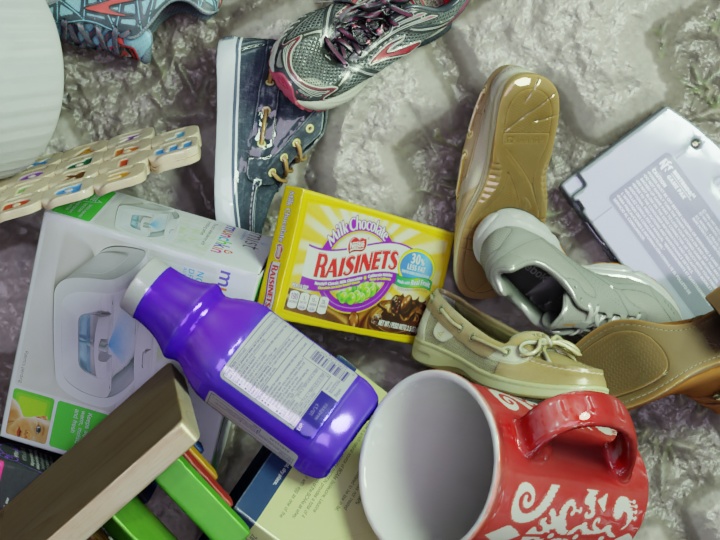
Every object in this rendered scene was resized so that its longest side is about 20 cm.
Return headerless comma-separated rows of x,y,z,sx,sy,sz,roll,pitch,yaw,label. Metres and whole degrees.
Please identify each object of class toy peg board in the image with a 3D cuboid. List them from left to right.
-0.175,0.184,1.085,0.200,0.199,0.098,-41,102,-2,toy peg board

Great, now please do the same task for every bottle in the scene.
-0.085,0.067,1.122,0.200,0.065,0.084,35,55,5,bottle

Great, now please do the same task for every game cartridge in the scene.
0.279,-0.032,1.296,0.133,0.040,0.200,-36,91,3,game cartridge

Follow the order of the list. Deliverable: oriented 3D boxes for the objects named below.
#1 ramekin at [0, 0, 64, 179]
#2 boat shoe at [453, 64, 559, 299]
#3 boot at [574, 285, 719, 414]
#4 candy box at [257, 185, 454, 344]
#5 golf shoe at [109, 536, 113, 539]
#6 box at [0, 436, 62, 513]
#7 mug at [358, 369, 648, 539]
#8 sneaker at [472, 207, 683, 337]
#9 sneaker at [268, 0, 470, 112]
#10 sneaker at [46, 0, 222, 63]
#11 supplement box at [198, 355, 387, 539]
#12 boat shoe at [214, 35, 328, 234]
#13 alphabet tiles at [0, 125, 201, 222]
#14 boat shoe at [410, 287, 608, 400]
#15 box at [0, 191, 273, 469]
-0.325,-0.160,1.205,0.200,0.097,0.202,9,105,39,ramekin
0.116,-0.076,1.273,0.073,0.069,0.201,6,112,-19,boat shoe
0.263,0.081,1.233,0.199,0.155,0.077,-33,57,11,boot
0.000,0.000,1.225,0.026,0.200,0.103,10,88,40,candy box
-0.244,0.287,1.152,0.200,0.092,0.075,-41,119,1,golf shoe
-0.339,0.177,1.218,0.199,0.122,0.107,21,90,-15,box
0.129,0.156,1.113,0.199,0.177,0.134,17,78,-44,mug
0.178,0.031,1.233,0.199,0.092,0.076,26,119,-13,sneaker
0.009,-0.203,1.237,0.200,0.075,0.081,-37,91,-23,sneaker
-0.208,-0.213,1.261,0.199,0.079,0.096,-22,93,-1,sneaker
-0.007,0.217,1.191,0.199,0.200,0.134,37,130,-2,supplement box
-0.073,-0.096,1.267,0.090,0.071,0.201,0,88,3,boat shoe
-0.223,-0.075,1.206,0.199,0.196,0.015,-15,107,-2,alphabet tiles
0.117,0.061,1.204,0.073,0.200,0.063,9,94,-35,boat shoe
-0.177,0.053,1.225,0.176,0.097,0.201,17,110,1,box
